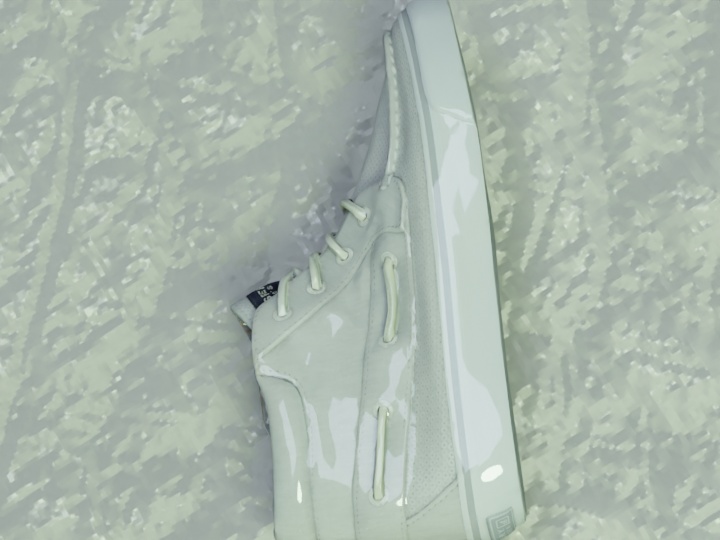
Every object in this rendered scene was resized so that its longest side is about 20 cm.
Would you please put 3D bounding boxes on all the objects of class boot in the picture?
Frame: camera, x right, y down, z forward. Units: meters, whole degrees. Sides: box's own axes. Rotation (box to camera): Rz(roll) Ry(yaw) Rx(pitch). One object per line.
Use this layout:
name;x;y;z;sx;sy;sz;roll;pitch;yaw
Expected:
boot;0.000;0.000;0.878;0.095;0.074;0.201;-7;68;4
